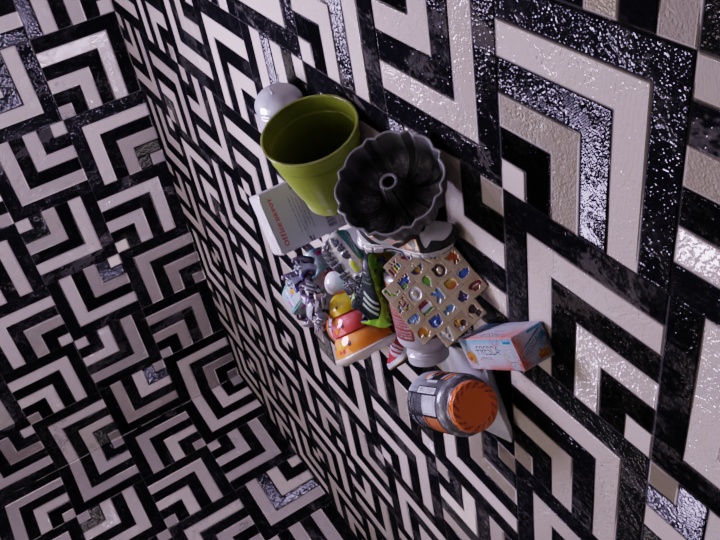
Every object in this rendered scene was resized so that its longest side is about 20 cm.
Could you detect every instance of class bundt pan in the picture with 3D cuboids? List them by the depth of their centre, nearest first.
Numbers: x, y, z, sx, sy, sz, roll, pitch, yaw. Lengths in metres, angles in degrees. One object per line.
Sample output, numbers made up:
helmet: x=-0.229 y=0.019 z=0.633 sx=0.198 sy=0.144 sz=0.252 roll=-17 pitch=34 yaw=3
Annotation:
bundt pan: x=0.060 y=-0.137 z=1.428 sx=0.202 sy=0.202 sz=0.076 roll=51 pitch=-177 yaw=31

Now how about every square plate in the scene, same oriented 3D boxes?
square plate: x=0.231 y=0.235 z=1.690 sx=0.198 sy=0.028 sz=0.200 roll=14 pitch=128 yaw=65

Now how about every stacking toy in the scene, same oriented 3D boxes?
stacking toy: x=-0.025 y=0.095 z=1.803 sx=0.200 sy=0.146 sz=0.146 roll=63 pitch=161 yaw=2

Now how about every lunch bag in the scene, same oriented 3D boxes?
lunch bag: x=-0.086 y=0.021 z=1.995 sx=0.077 sy=0.160 sz=0.200 roll=59 pitch=136 yaw=27

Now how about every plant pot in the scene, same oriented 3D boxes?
plant pot: x=-0.077 y=-0.219 z=1.689 sx=0.200 sy=0.200 sz=0.193 roll=47 pitch=167 yaw=39

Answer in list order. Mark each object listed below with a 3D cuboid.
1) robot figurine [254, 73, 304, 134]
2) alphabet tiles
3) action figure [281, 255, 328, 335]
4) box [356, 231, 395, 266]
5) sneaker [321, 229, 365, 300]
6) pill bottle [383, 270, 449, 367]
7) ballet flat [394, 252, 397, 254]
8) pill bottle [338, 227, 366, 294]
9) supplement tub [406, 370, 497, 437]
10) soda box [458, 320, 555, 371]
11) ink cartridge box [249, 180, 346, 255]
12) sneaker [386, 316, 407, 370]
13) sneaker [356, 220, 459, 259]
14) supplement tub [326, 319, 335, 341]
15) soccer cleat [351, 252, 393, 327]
robot figurine: x=-0.171 y=-0.335 z=1.860 sx=0.170 sy=0.113 sz=0.200 roll=-94 pitch=-8 yaw=-54
alphabet tiles: x=0.134 y=0.034 z=1.524 sx=0.200 sy=0.166 sz=0.006 roll=52 pitch=-159 yaw=20
action figure: x=-0.115 y=0.059 z=1.828 sx=0.200 sy=0.069 sz=0.130 roll=-116 pitch=33 yaw=-45
box: x=0.041 y=-0.045 z=1.676 sx=0.200 sy=0.064 sz=0.070 roll=65 pitch=180 yaw=-50
sneaker: x=0.000 y=0.000 z=1.741 sx=0.077 sy=0.080 sz=0.200 roll=-24 pitch=103 yaw=33
pill bottle: x=0.118 y=0.084 z=1.638 sx=0.112 sy=0.112 sz=0.200 roll=28 pitch=136 yaw=59
ballet flat: x=0.090 y=-0.106 z=1.561 sx=0.069 sy=0.069 sz=0.200 roll=51 pitch=157 yaw=32
pill bottle: x=-0.002 y=0.007 z=1.867 sx=0.112 sy=0.112 sz=0.200 roll=43 pitch=152 yaw=44
supplement tub: x=0.181 y=0.260 z=1.626 sx=0.123 sy=0.122 sz=0.200 roll=65 pitch=160 yaw=-5
soda box: x=0.251 y=0.131 z=1.444 sx=0.064 sy=0.068 sz=0.200 roll=65 pitch=160 yaw=-4
ink cartridge box: x=-0.129 y=-0.140 z=1.869 sx=0.146 sy=0.200 sz=0.084 roll=67 pitch=160 yaw=-10
sneaker: x=0.084 y=0.150 z=1.894 sx=0.113 sy=0.071 sz=0.200 roll=54 pitch=152 yaw=13
sneaker: x=0.078 y=-0.072 z=1.494 sx=0.200 sy=0.074 sz=0.080 roll=2 pitch=137 yaw=22
supplement tub: x=-0.023 y=0.138 z=2.105 sx=0.107 sy=0.107 sz=0.200 roll=65 pitch=161 yaw=-6
soccer cleat: x=0.016 y=0.045 z=1.665 sx=0.200 sy=0.081 sz=0.068 roll=76 pitch=-159 yaw=-44
